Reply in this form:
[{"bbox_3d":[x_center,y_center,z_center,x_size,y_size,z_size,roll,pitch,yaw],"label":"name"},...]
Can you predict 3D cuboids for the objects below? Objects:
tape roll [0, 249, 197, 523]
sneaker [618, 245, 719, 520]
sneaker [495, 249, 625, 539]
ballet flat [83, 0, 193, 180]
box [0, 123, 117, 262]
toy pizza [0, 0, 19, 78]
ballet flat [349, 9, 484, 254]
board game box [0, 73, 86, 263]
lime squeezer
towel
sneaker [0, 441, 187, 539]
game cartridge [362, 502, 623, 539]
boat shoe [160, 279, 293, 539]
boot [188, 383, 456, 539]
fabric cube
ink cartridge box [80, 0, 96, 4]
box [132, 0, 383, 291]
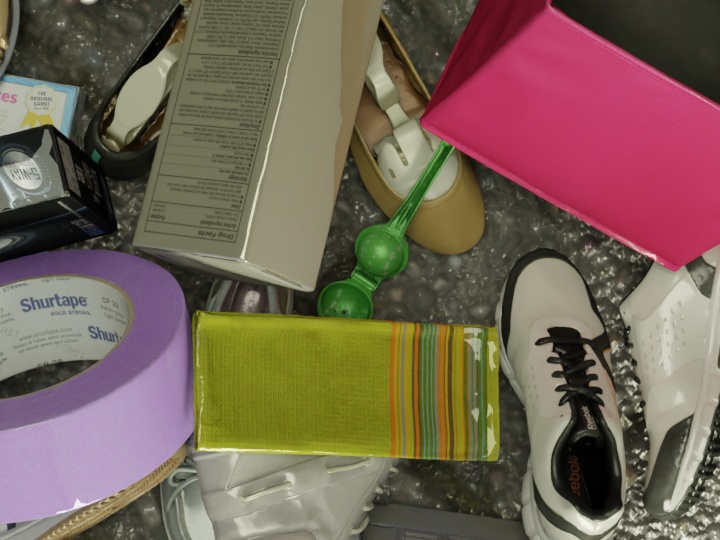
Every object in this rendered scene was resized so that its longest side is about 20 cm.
[{"bbox_3d":[-0.195,0.066,1.318,0.199,0.200,0.066,-11,120,1],"label":"tape roll"},{"bbox_3d":[0.199,0.058,1.395,0.080,0.074,0.201,10,81,14],"label":"sneaker"},{"bbox_3d":[0.132,0.078,1.360,0.073,0.080,0.201,-5,70,-11],"label":"sneaker"},{"bbox_3d":[-0.104,-0.140,1.410,0.068,0.068,0.200,36,87,5],"label":"ballet flat"},{"bbox_3d":[-0.238,-0.034,1.306,0.159,0.200,0.044,-15,85,0],"label":"box"},{"bbox_3d":[-0.319,-0.167,1.408,0.199,0.032,0.201,1,68,-2],"label":"toy pizza"},{"bbox_3d":[0.017,-0.100,1.406,0.068,0.063,0.201,-30,86,-3],"label":"ballet flat"},{"bbox_3d":[-0.289,-0.069,1.427,0.199,0.034,0.135,11,87,2],"label":"board game box"},{"bbox_3d":[0.000,0.000,1.388,0.038,0.071,0.200,33,86,20],"label":"lime squeezer"},{"bbox_3d":[-0.006,0.070,1.326,0.199,0.018,0.087,4,74,-24],"label":"towel"},{"bbox_3d":[-0.201,0.114,1.364,0.200,0.070,0.109,-32,80,31],"label":"sneaker"},{"bbox_3d":[0.075,0.205,1.358,0.199,0.130,0.039,8,123,1],"label":"game cartridge"},{"bbox_3d":[-0.085,0.087,1.395,0.074,0.065,0.203,13,86,2],"label":"boat shoe"},{"bbox_3d":[-0.009,0.127,1.362,0.199,0.073,0.096,-9,87,-27],"label":"boot"},{"bbox_3d":[0.184,-0.150,1.295,0.196,0.199,0.201,28,68,-9],"label":"fabric cube"},{"bbox_3d":[-0.123,-0.264,1.419,0.200,0.068,0.116,-36,84,-1],"label":"ink cartridge box"},{"bbox_3d":[-0.060,-0.096,1.337,0.095,0.078,0.201,9,81,36],"label":"box"}]
